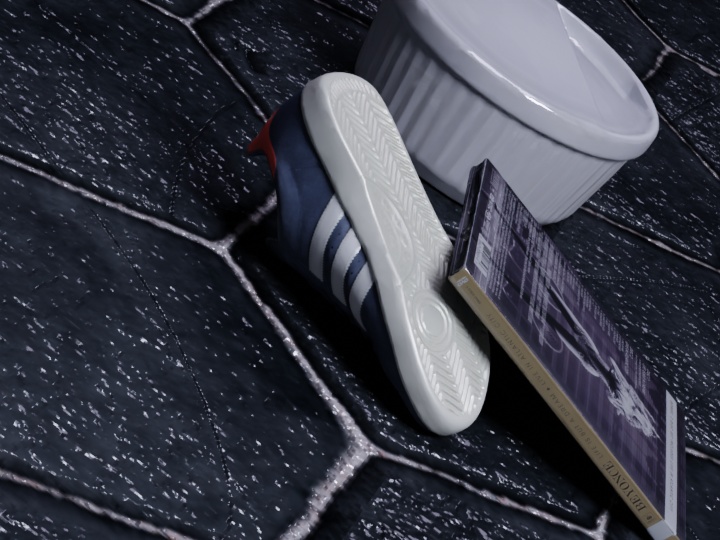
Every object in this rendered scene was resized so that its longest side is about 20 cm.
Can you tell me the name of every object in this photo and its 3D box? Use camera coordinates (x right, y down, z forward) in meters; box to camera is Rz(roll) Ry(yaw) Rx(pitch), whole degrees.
[{"bbox_3d":[0.087,-0.114,1.492,0.201,0.094,0.203,28,26,-15],"label":"ramekin"},{"bbox_3d":[0.118,0.045,1.272,0.200,0.016,0.149,51,21,-15],"label":"dvd case"},{"bbox_3d":[0.000,0.000,1.225,0.075,0.084,0.201,-6,72,-52],"label":"sneaker"}]
